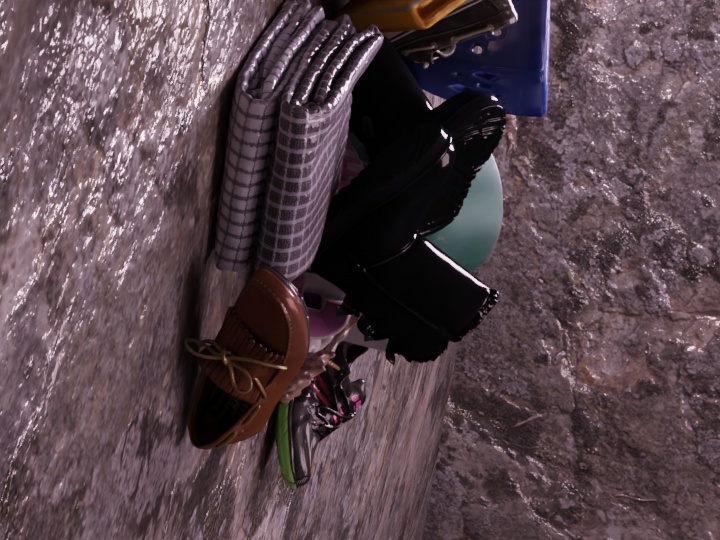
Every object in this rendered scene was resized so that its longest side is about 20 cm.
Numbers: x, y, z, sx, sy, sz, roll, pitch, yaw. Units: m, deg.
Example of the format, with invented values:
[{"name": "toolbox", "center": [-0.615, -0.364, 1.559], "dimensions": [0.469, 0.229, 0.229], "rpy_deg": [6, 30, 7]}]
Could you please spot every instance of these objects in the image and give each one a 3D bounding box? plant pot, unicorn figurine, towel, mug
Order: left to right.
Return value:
[{"name": "towel", "center": [-0.049, -0.106, 1.473], "dimensions": [0.200, 0.085, 0.167], "rpy_deg": [-65, 167, -56]}, {"name": "unicorn figurine", "center": [-0.049, 0.064, 1.773], "dimensions": [0.138, 0.074, 0.200], "rpy_deg": [-56, 175, 28]}, {"name": "mug", "center": [0.055, -0.055, 1.772], "dimensions": [0.186, 0.114, 0.152], "rpy_deg": [61, -39, 31]}, {"name": "plant pot", "center": [0.105, -0.273, 1.858], "dimensions": [0.200, 0.178, 0.202], "rpy_deg": [56, 38, -79]}]

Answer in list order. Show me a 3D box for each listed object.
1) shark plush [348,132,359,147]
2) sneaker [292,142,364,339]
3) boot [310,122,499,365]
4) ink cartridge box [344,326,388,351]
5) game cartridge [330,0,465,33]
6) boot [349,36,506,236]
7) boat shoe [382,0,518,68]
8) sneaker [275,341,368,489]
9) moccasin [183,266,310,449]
[{"name": "shark plush", "center": [0.009, -0.119, 1.870], "dimensions": [0.091, 0.083, 0.202], "rpy_deg": [-108, -163, -75]}, {"name": "sneaker", "center": [-0.048, -0.026, 1.668], "dimensions": [0.088, 0.080, 0.202], "rpy_deg": [136, -38, -66]}, {"name": "boot", "center": [0.051, -0.017, 1.556], "dimensions": [0.198, 0.162, 0.074], "rpy_deg": [-38, -160, 30]}, {"name": "ink cartridge box", "center": [-0.002, 0.029, 1.912], "dimensions": [0.200, 0.115, 0.067], "rpy_deg": [-46, 149, -74]}, {"name": "game cartridge", "center": [0.076, -0.269, 1.653], "dimensions": [0.176, 0.033, 0.200], "rpy_deg": [-37, -165, -15]}, {"name": "boot", "center": [0.042, -0.144, 1.628], "dimensions": [0.076, 0.169, 0.200], "rpy_deg": [-23, 159, -23]}, {"name": "boat shoe", "center": [0.058, -0.221, 1.708], "dimensions": [0.064, 0.199, 0.071], "rpy_deg": [58, 45, -17]}, {"name": "sneaker", "center": [-0.039, 0.138, 1.940], "dimensions": [0.077, 0.083, 0.201], "rpy_deg": [87, 18, -61]}, {"name": "moccasin", "center": [-0.095, 0.073, 1.440], "dimensions": [0.078, 0.074, 0.202], "rpy_deg": [-31, 164, -38]}]
